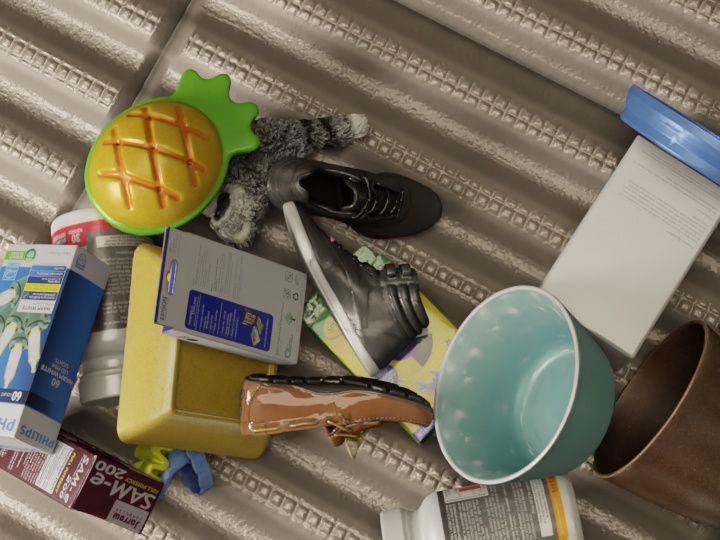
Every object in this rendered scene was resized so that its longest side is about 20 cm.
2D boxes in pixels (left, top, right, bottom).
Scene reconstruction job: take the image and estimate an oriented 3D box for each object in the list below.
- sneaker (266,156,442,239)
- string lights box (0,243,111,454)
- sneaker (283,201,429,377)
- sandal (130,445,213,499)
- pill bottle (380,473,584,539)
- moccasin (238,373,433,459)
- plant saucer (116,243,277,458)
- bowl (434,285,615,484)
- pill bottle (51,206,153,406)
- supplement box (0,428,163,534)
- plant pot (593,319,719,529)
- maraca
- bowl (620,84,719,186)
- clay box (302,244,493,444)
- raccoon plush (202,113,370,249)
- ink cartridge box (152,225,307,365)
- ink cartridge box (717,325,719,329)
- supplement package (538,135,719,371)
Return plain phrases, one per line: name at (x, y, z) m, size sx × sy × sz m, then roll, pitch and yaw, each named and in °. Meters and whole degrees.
sneaker at (0.002, -0.074, 1.556) m, size 0.198 × 0.091 × 0.077 m, roll 7°, pitch 92°, yaw -23°
string lights box at (-0.331, 0.077, 1.469) m, size 0.102 × 0.059 × 0.202 m, roll 1°, pitch 66°, yaw 34°
sneaker at (0.000, 0.000, 1.525) m, size 0.099 × 0.071 × 0.201 m, roll -31°, pitch 91°, yaw -4°
sandal at (-0.179, 0.158, 1.565) m, size 0.086 × 0.079 × 0.202 m, roll 24°, pitch 77°, yaw -21°
pill bottle at (0.125, 0.275, 1.492) m, size 0.197 × 0.116 × 0.118 m, roll -10°, pitch 79°, yaw 2°
moccasin at (-0.025, 0.149, 1.498) m, size 0.199 × 0.074 × 0.079 m, roll 2°, pitch 94°, yaw -13°
plant saucer at (-0.151, 0.086, 1.513) m, size 0.048 × 0.199 × 0.203 m, roll -6°, pitch 76°, yaw 43°
bowl at (0.177, 0.126, 1.468) m, size 0.104 × 0.200 × 0.203 m, roll 21°, pitch 79°, yaw -36°
pill bottle at (-0.268, 0.040, 1.567) m, size 0.109 × 0.111 × 0.203 m, roll -9°, pitch 79°, yaw 2°
supplement box at (-0.308, 0.197, 1.498) m, size 0.199 × 0.109 × 0.061 m, roll 20°, pitch 80°, yaw 39°
plant pot at (0.369, 0.184, 1.474) m, size 0.199 × 0.187 × 0.188 m, roll 34°, pitch 83°, yaw -4°
maraca at (-0.195, -0.123, 1.522) m, size 0.200 × 0.107 × 0.137 m, roll -42°, pitch 84°, yaw -13°
bowl at (0.355, -0.124, 1.513) m, size 0.200 × 0.200 × 0.040 m, roll 34°, pitch 102°, yaw 9°
clay box at (0.034, 0.074, 1.571) m, size 0.115 × 0.048 × 0.200 m, roll -45°, pitch 81°, yaw -5°
raccoon plush at (-0.081, -0.096, 1.594) m, size 0.197 × 0.097 × 0.136 m, roll -8°, pitch 87°, yaw 2°
ink cartridge box at (-0.138, 0.028, 1.471) m, size 0.039 × 0.199 × 0.101 m, roll -5°, pitch 72°, yaw 41°
ink cartridge box at (0.439, 0.125, 1.476) m, size 0.200 × 0.160 × 0.047 m, roll 42°, pitch 83°, yaw 10°
supplement package at (0.281, -0.015, 1.533) m, size 0.121 × 0.120 × 0.201 m, roll 34°, pitch 83°, yaw 8°
